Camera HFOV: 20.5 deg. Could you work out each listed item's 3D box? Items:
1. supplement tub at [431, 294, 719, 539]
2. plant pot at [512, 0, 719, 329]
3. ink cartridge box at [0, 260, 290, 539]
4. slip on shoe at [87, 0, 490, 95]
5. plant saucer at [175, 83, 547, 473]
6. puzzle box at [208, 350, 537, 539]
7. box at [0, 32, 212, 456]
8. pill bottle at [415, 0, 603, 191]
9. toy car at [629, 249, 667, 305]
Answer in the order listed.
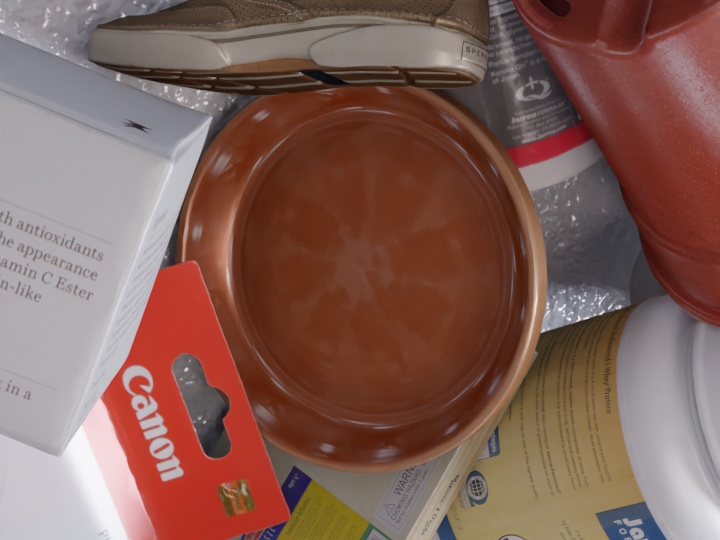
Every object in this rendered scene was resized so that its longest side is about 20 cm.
[{"bbox_3d":[0.134,0.096,1.045,0.145,0.200,0.145,29,52,-45],"label":"supplement tub"},{"bbox_3d":[0.178,-0.104,0.919,0.201,0.201,0.195,-48,132,-3],"label":"plant pot"},{"bbox_3d":[-0.153,0.099,0.984,0.199,0.057,0.163,-15,115,7],"label":"ink cartridge box"},{"bbox_3d":[-0.035,-0.119,0.944,0.076,0.199,0.061,12,80,-64],"label":"slip on shoe"},{"bbox_3d":[0.000,0.000,0.993,0.032,0.200,0.201,-12,119,-64],"label":"plant saucer"},{"bbox_3d":[-0.010,0.095,1.038,0.025,0.133,0.200,24,98,-56],"label":"puzzle box"},{"bbox_3d":[-0.180,-0.035,0.840,0.198,0.200,0.131,22,98,-2],"label":"box"},{"bbox_3d":[0.057,-0.146,0.996,0.110,0.111,0.200,-23,115,-16],"label":"pill bottle"},{"bbox_3d":[0.246,-0.033,1.089,0.175,0.150,0.201,-9,99,-21],"label":"toy car"}]
